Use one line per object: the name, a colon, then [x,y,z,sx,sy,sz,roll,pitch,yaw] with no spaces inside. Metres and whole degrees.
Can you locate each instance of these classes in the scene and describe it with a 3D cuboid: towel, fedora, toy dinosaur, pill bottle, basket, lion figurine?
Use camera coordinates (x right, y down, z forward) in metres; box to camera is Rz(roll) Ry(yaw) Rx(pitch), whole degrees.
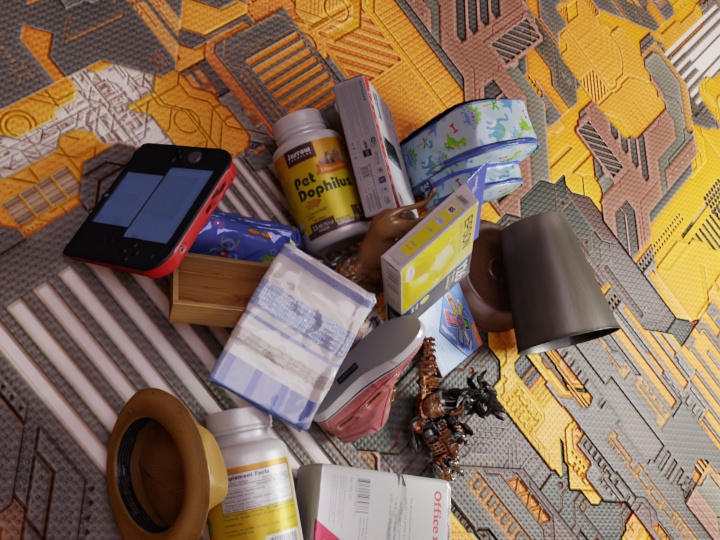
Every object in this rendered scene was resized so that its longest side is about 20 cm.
towel: [-0.080,0.082,0.911,0.146,0.024,0.201,33,74,-14]
fedora: [-0.215,0.231,0.842,0.082,0.200,0.202,8,68,-49]
toy dinosaur: [0.000,0.000,1.077,0.199,0.047,0.089,-21,122,-27]
pill bottle: [-0.061,-0.131,1.074,0.109,0.109,0.201,-17,82,-31]
pill bottle: [-0.137,0.273,0.901,0.110,0.111,0.201,-4,76,-29]
basket: [0.305,0.018,1.169,0.179,0.136,0.201,-6,73,-24]
toy dinosaur: [0.131,0.204,1.079,0.135,0.102,0.201,-11,105,-11]
lion figurine: [0.026,-0.031,0.994,0.122,0.201,0.072,-1,33,-43]

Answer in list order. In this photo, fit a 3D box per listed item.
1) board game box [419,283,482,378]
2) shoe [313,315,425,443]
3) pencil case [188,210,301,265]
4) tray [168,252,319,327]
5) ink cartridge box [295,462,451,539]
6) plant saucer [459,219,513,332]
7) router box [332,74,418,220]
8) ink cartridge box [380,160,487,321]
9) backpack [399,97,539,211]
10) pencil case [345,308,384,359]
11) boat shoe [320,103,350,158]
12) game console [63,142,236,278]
board game box: [0.119,0.054,1.128,0.103,0.019,0.201,-33,108,-31]
shoe: [0.022,0.151,1.002,0.200,0.072,0.091,-41,127,2]
pencil case: [-0.177,-0.044,0.999,0.199,0.087,0.078,14,50,-24]
tray: [-0.147,0.032,0.953,0.199,0.037,0.099,9,38,-21]
ink cartridge box: [0.015,0.345,0.973,0.199,0.083,0.146,15,67,-24]
plant saucer: [0.225,0.003,1.226,0.199,0.037,0.202,10,69,-25]
router box: [0.028,-0.169,1.098,0.049,0.179,0.201,-16,83,14]
ink cartridge box: [0.113,-0.024,1.003,0.200,0.198,0.047,-39,66,-15]
backpack: [0.182,-0.182,1.167,0.182,0.200,0.148,-13,80,-31]
pencil case: [-0.062,0.091,1.018,0.199,0.078,0.090,1,102,-27]
boat shoe: [-0.018,-0.165,1.150,0.061,0.073,0.201,-16,88,13]
game console: [-0.266,-0.084,0.932,0.176,0.031,0.201,12,59,25]
